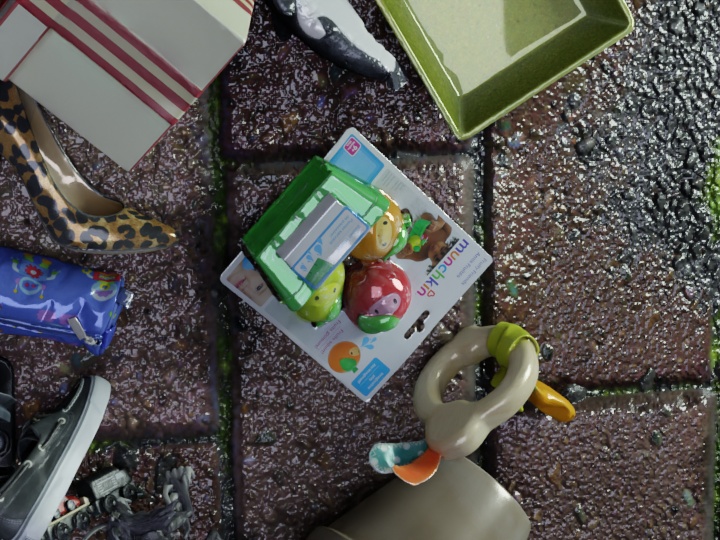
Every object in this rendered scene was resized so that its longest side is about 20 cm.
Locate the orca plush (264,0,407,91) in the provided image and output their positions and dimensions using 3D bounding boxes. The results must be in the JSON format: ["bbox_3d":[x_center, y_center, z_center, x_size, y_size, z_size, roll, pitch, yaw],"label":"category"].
[{"bbox_3d":[-0.043,-0.231,1.538,0.200,0.071,0.106,36,49,-20],"label":"orca plush"}]

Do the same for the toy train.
[{"bbox_3d":[-0.274,0.221,1.530,0.034,0.200,0.046,-20,94,36],"label":"toy train"}]

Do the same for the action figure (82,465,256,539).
[{"bbox_3d":[-0.181,0.251,1.573,0.119,0.102,0.200,-42,132,10],"label":"action figure"}]

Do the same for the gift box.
[{"bbox_3d":[-0.213,-0.223,1.437,0.186,0.200,0.185,38,107,-19],"label":"gift box"}]

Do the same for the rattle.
[{"bbox_3d":[0.105,0.157,1.593,0.201,0.129,0.143,-61,148,-33],"label":"rattle"}]

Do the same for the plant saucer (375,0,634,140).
[{"bbox_3d":[0.119,-0.256,1.557,0.199,0.048,0.201,-33,106,-2],"label":"plant saucer"}]

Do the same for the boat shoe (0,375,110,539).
[{"bbox_3d":[-0.276,0.158,1.505,0.056,0.201,0.069,33,130,-12],"label":"boat shoe"}]

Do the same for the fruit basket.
[{"bbox_3d":[0.000,0.000,1.568,0.200,0.094,0.185,42,92,-19],"label":"fruit basket"}]

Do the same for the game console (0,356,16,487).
[{"bbox_3d":[-0.407,0.175,1.515,0.198,0.116,0.177,-1,102,-11],"label":"game console"}]

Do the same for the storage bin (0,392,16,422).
[{"bbox_3d":[-0.406,0.154,1.447,0.198,0.146,0.135,11,81,-6],"label":"storage bin"}]

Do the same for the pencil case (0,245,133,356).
[{"bbox_3d":[-0.306,0.023,1.518,0.199,0.087,0.078,13,121,-12],"label":"pencil case"}]

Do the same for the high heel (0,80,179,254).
[{"bbox_3d":[-0.248,-0.094,1.508,0.198,0.071,0.144,12,106,-4],"label":"high heel"}]

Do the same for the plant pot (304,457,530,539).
[{"bbox_3d":[0.063,0.270,1.602,0.174,0.200,0.200,-47,107,-16],"label":"plant pot"}]
